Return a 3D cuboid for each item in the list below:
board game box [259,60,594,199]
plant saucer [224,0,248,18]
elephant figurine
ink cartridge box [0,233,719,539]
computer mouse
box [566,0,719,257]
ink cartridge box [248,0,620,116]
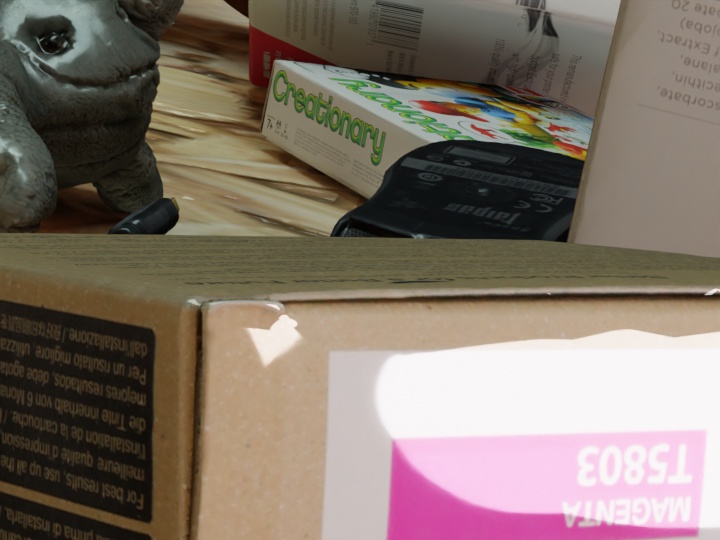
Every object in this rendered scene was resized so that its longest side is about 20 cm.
[{"bbox_3d":[0.062,-0.034,1.096,0.125,0.035,0.200,4,15,-31],"label":"board game box"},{"bbox_3d":[-0.030,-0.173,1.345,0.199,0.201,0.038,18,51,27],"label":"plant saucer"},{"bbox_3d":[-0.111,-0.071,0.967,0.199,0.155,0.142,32,-21,32],"label":"elephant figurine"},{"bbox_3d":[0.009,0.033,0.608,0.199,0.076,0.164,1,5,-32],"label":"ink cartridge box"},{"bbox_3d":[0.000,0.000,0.898,0.139,0.046,0.200,9,18,9],"label":"computer mouse"},{"bbox_3d":[0.119,-0.035,0.781,0.106,0.201,0.152,14,13,8],"label":"box"},{"bbox_3d":[0.057,-0.118,1.219,0.198,0.084,0.145,11,-17,1],"label":"ink cartridge box"}]
